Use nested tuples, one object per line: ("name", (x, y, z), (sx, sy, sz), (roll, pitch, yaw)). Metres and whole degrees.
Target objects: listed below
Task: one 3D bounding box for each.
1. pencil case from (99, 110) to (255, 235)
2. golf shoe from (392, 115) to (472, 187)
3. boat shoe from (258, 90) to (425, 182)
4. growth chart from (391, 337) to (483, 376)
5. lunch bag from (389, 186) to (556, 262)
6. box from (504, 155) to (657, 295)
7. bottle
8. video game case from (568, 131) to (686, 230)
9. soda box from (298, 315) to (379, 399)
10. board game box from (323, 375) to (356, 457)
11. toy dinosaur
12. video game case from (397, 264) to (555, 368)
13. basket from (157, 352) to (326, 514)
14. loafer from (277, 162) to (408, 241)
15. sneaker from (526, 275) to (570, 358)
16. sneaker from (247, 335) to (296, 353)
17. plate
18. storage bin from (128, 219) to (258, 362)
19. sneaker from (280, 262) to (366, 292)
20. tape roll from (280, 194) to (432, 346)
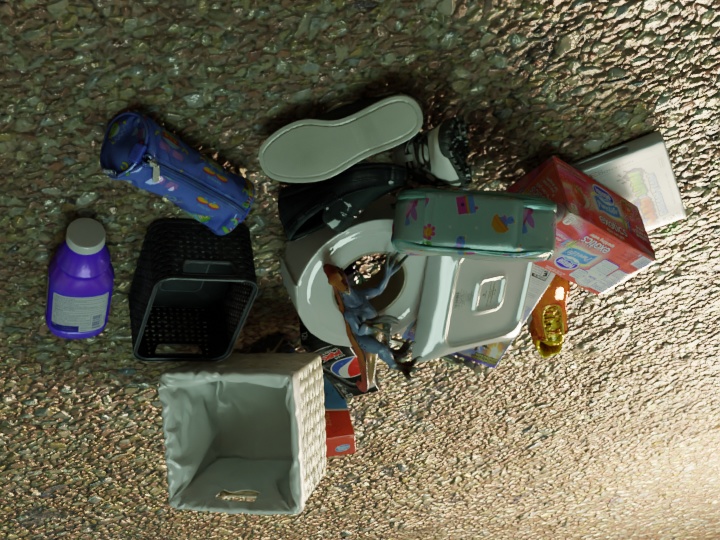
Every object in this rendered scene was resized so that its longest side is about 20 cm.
("pencil case", (-0.207, -0.108, 1.344), (0.200, 0.087, 0.078), (30, 96, -47))
("golf shoe", (0.083, -0.129, 1.362), (0.094, 0.079, 0.200), (-4, 175, 5))
("boat shoe", (-0.021, -0.158, 1.352), (0.199, 0.060, 0.074), (-21, 103, 13))
("growth chart", (0.089, 0.117, 1.719), (0.198, 0.018, 0.145), (17, 179, 10))
("lunch bag", (0.133, -0.053, 1.393), (0.198, 0.078, 0.160), (5, 179, 8))
("box", (0.284, -0.054, 1.535), (0.199, 0.095, 0.102), (22, 134, -40))
("bottle", (-0.356, 0.011, 1.490), (0.083, 0.066, 0.201), (-1, 145, -18))
("video game case", (0.341, -0.097, 1.596), (0.181, 0.024, 0.200), (-21, 146, 13))
("soda box", (-0.031, 0.118, 1.753), (0.063, 0.071, 0.200), (-15, 147, 11))
("board game box", (-0.117, 0.234, 1.824), (0.198, 0.153, 0.041), (-8, 125, -8))
("toy dinosaur", (-0.002, 0.070, 1.479), (0.181, 0.105, 0.200), (37, 116, -20))
("video game case", (0.162, 0.032, 1.645), (0.199, 0.045, 0.182), (20, 106, -39))
("basket", (-0.158, 0.218, 1.636), (0.196, 0.202, 0.161), (-1, -170, 14))
("loafer", (-0.021, -0.082, 1.406), (0.200, 0.071, 0.068), (-15, 166, 41))
("sneaker", (0.292, 0.066, 1.775), (0.072, 0.078, 0.200), (-17, 148, 1))
("sneaker", (-0.172, 0.174, 1.791), (0.199, 0.078, 0.085), (-24, 150, 18))
("plate", (0.164, 0.025, 1.571), (0.199, 0.032, 0.201), (-10, 121, -36))
("storage bin", (-0.223, 0.030, 1.539), (0.134, 0.094, 0.200), (2, 144, -21))
("sneaker", (-0.013, 0.023, 1.618), (0.087, 0.075, 0.199), (-39, 138, 28))
("tape roll", (0.000, 0.000, 1.527), (0.201, 0.071, 0.204), (-12, 129, -15))
